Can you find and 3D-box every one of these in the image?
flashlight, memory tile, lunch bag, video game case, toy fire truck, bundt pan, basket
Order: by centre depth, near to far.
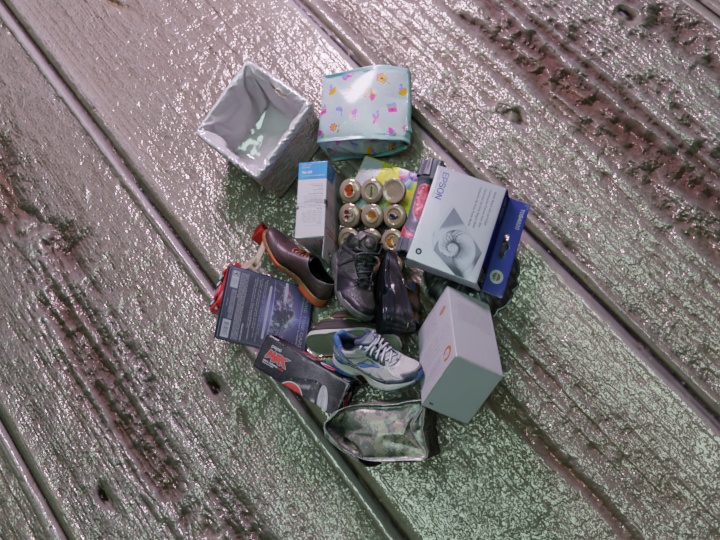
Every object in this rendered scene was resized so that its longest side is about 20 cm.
[{"bbox_3d":[0.039,0.300,1.303,0.194,0.164,0.121,-5,77,13],"label":"lunch bag"},{"bbox_3d":[0.215,-0.005,1.385,0.196,0.076,0.208,-3,75,13],"label":"bundt pan"},{"bbox_3d":[0.124,-0.122,1.395,0.066,0.068,0.205,15,80,11],"label":"flashlight"},{"bbox_3d":[-0.190,0.086,1.423,0.019,0.196,0.147,-9,68,56],"label":"video game case"},{"bbox_3d":[0.022,-0.087,1.450,0.149,0.017,0.206,4,94,21],"label":"memory tile"},{"bbox_3d":[-0.241,0.002,1.470,0.048,0.202,0.141,38,117,-20],"label":"toy fire truck"},{"bbox_3d":[0.018,-0.335,1.498,0.195,0.122,0.175,-2,74,20],"label":"lunch bag"},{"bbox_3d":[-0.208,-0.296,1.525,0.197,0.161,0.202,35,85,20],"label":"basket"}]

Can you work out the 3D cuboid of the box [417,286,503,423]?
[{"bbox_3d":[0.174,0.148,1.266,0.096,0.202,0.126,22,122,-12],"label":"box"}]

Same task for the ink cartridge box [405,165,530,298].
[{"bbox_3d":[0.206,-0.075,1.331,0.195,0.041,0.204,19,76,6],"label":"ink cartridge box"}]

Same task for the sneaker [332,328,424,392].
[{"bbox_3d":[0.023,0.156,1.276,0.196,0.077,0.087,8,122,34],"label":"sneaker"}]

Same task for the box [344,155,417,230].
[{"bbox_3d":[0.078,-0.153,1.474,0.196,0.048,0.120,23,82,21],"label":"box"}]

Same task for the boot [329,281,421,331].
[{"bbox_3d":[0.034,0.075,1.428,0.195,0.075,0.099,-1,52,21],"label":"boot"}]

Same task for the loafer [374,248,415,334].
[{"bbox_3d":[0.067,0.044,1.358,0.070,0.074,0.203,11,48,-10],"label":"loafer"}]

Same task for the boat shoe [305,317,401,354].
[{"bbox_3d":[-0.009,0.123,1.372,0.196,0.073,0.061,0,36,21],"label":"boat shoe"}]

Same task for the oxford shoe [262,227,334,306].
[{"bbox_3d":[-0.123,-0.023,1.455,0.200,0.071,0.073,46,131,8],"label":"oxford shoe"}]

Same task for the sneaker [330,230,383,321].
[{"bbox_3d":[0.000,0.000,1.359,0.115,0.075,0.202,-58,28,31],"label":"sneaker"}]

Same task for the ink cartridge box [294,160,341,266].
[{"bbox_3d":[-0.088,-0.109,1.468,0.066,0.116,0.206,-2,75,14],"label":"ink cartridge box"}]

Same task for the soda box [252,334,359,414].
[{"bbox_3d":[-0.105,0.200,1.353,0.197,0.063,0.072,27,91,20],"label":"soda box"}]

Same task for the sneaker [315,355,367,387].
[{"bbox_3d":[-0.020,0.217,1.396,0.195,0.075,0.093,-1,87,18],"label":"sneaker"}]
